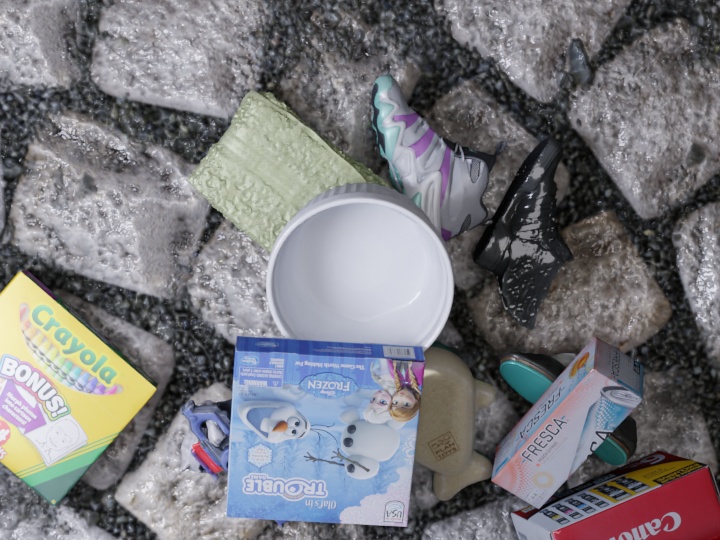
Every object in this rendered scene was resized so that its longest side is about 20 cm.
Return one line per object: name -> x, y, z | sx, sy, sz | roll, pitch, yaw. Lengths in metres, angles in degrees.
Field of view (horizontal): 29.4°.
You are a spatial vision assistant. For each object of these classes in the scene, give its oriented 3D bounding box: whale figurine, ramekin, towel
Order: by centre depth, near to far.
ramekin -> 0.000, 0.000, 1.480 | 0.199, 0.105, 0.201 | 0, 111, 0
towel -> -0.080, -0.092, 1.542 | 0.200, 0.036, 0.149 | 37, 97, -5
whale figurine -> 0.078, 0.164, 1.554 | 0.159, 0.104, 0.201 | -30, 118, 2

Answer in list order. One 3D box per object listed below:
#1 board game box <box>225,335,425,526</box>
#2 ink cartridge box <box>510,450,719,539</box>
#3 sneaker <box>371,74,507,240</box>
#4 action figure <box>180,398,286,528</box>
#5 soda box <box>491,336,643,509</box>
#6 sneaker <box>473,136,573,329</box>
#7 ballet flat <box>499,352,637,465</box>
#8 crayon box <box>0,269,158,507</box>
board game box -> -0.039, 0.173, 1.463 | 0.199, 0.043, 0.200 | 3, 112, -4
ink cartridge box -> 0.293, 0.281, 1.513 | 0.199, 0.176, 0.084 | -20, 94, -12
sneaker -> 0.096, -0.135, 1.545 | 0.139, 0.078, 0.201 | -17, 103, -5
action figure -> -0.111, 0.184, 1.547 | 0.193, 0.105, 0.201 | -25, 119, 4
soda box -> 0.225, 0.169, 1.507 | 0.068, 0.064, 0.200 | 30, 124, -8
sneaker -> 0.202, -0.042, 1.563 | 0.104, 0.060, 0.201 | 30, 92, -8
ballet flat -> 0.240, 0.142, 1.572 | 0.200, 0.068, 0.069 | 41, 55, -16
crayon box -> -0.355, 0.129, 1.524 | 0.200, 0.058, 0.173 | 41, 89, -5
